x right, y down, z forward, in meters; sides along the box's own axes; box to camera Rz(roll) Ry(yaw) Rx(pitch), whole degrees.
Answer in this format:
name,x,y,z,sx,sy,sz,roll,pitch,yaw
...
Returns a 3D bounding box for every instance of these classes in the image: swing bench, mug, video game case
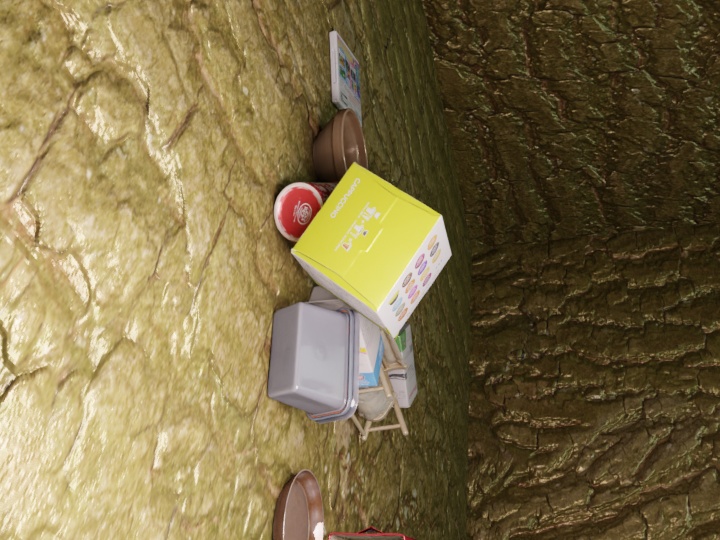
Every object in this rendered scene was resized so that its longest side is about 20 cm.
name,x,y,z,sx,sy,sz,roll,pitch,yaw
swing bench,0.036,0.267,1.657,0.201,0.126,0.204,66,20,-48
mug,-0.075,-0.091,1.355,0.199,0.130,0.183,-7,83,-71
video game case,-0.037,-0.494,1.801,0.200,0.023,0.188,23,63,-71

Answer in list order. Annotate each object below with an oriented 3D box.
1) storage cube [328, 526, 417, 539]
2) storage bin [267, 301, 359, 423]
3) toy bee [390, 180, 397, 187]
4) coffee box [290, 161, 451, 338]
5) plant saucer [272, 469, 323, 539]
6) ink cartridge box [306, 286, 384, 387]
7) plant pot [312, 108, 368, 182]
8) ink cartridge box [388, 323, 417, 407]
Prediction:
name,x,y,z,sx,sy,sz,roll,pitch,yaw
storage cube,0.034,0.652,1.445,0.180,0.166,0.205,55,33,-60
storage bin,-0.096,0.157,1.239,0.133,0.143,0.205,24,58,-40
toy bee,0.027,-0.123,1.763,0.131,0.106,0.205,47,59,-59
coffee box,0.026,-0.033,1.253,0.202,0.198,0.198,-54,160,-8
plant saucer,-0.112,0.462,1.231,0.200,0.033,0.207,-4,90,-74
ink cartridge box,-0.036,0.126,1.430,0.126,0.125,0.204,-73,154,-53
plant pot,-0.051,-0.255,1.557,0.200,0.090,0.207,-6,90,-75
ink cartridge box,0.102,0.269,1.952,0.146,0.082,0.206,-28,112,-72
